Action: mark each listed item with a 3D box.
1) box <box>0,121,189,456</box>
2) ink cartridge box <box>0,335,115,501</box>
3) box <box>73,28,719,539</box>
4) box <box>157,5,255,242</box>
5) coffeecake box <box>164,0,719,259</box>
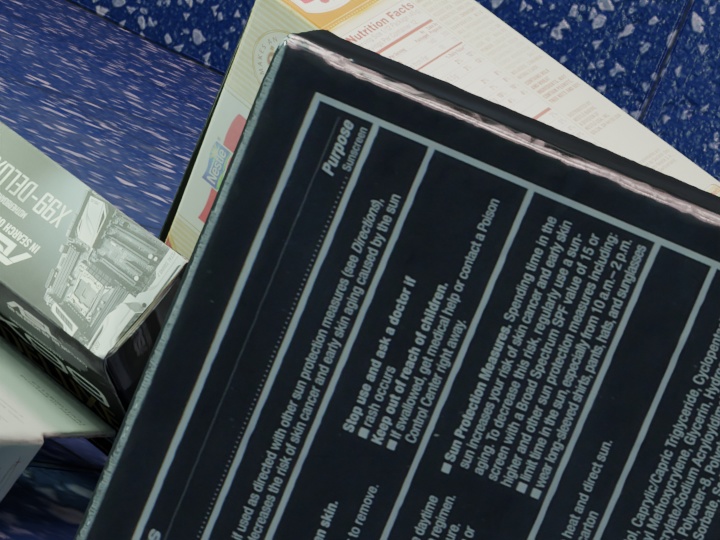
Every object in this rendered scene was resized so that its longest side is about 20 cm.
[{"bbox_3d":[-0.139,-0.012,1.038,0.200,0.050,0.158,36,-15,17],"label":"box"},{"bbox_3d":[-0.191,0.010,0.940,0.200,0.044,0.174,38,4,11],"label":"ink cartridge box"},{"bbox_3d":[0.034,0.054,0.847,0.198,0.200,0.123,23,7,0],"label":"box"},{"bbox_3d":[0.000,0.000,1.125,0.160,0.200,0.049,41,49,14],"label":"box"},{"bbox_3d":[0.036,0.001,1.000,0.200,0.154,0.073,38,42,17],"label":"coffeecake box"}]
